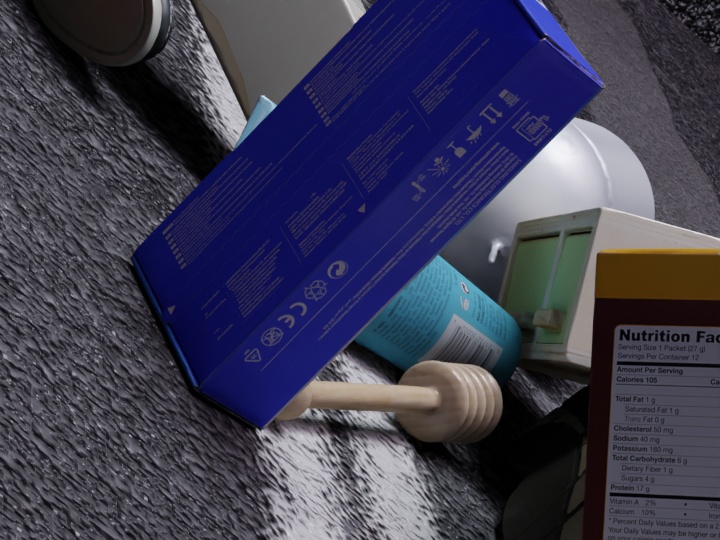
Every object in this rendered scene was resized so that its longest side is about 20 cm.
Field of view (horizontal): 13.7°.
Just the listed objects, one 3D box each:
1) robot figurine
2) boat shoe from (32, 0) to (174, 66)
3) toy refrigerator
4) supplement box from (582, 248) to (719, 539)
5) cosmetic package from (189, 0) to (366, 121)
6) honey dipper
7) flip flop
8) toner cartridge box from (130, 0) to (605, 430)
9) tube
[{"bbox_3d":[0.096,-0.033,1.666,0.170,0.113,0.200,66,17,12],"label":"robot figurine"},{"bbox_3d":[-0.132,-0.162,1.460,0.066,0.075,0.199,13,23,-45],"label":"boat shoe"},{"bbox_3d":[0.114,0.015,1.476,0.070,0.076,0.200,15,-3,-8],"label":"toy refrigerator"},{"bbox_3d":[0.191,0.101,1.290,0.132,0.201,0.197,1,-6,25],"label":"supplement box"},{"bbox_3d":[-0.032,-0.115,1.466,0.104,0.073,0.201,5,60,-84],"label":"cosmetic package"},{"bbox_3d":[0.009,0.057,1.311,0.038,0.038,0.200,49,16,19],"label":"honey dipper"},{"bbox_3d":[0.109,0.108,1.394,0.058,0.081,0.200,57,6,-10],"label":"flip flop"},{"bbox_3d":[0.000,-0.039,1.208,0.043,0.200,0.095,34,17,-39],"label":"toner cartridge box"},{"bbox_3d":[0.000,0.000,1.397,0.050,0.078,0.200,6,-22,44],"label":"tube"}]
